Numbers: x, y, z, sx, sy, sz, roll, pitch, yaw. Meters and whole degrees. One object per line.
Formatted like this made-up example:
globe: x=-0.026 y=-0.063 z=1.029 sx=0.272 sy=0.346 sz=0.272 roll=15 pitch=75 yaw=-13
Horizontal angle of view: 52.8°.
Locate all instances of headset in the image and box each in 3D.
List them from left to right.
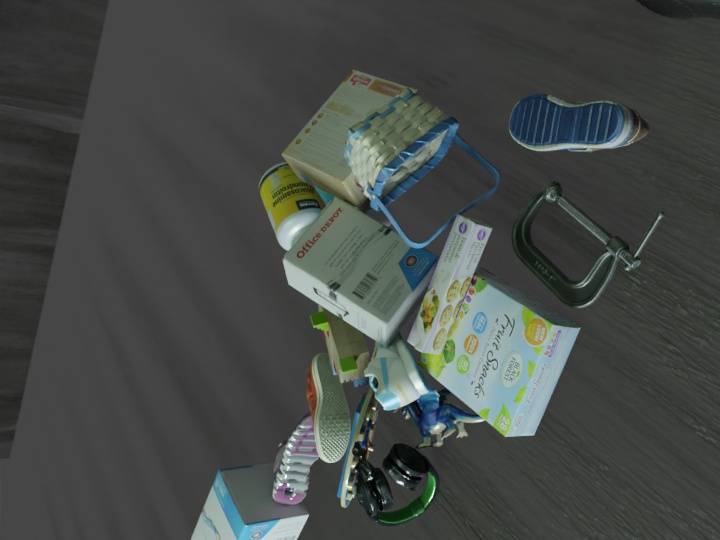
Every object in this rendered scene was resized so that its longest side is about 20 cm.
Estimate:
headset: x=0.047 y=0.318 z=1.077 sx=0.123 sy=0.200 sz=0.094 roll=-38 pitch=34 yaw=0

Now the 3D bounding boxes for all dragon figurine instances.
dragon figurine: x=0.119 y=0.209 z=1.103 sx=0.200 sy=0.059 sz=0.100 roll=-37 pitch=58 yaw=44

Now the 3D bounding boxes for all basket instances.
basket: x=0.085 y=-0.153 z=1.067 sx=0.200 sy=0.176 sz=0.139 roll=50 pitch=163 yaw=16

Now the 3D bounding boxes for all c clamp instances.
c clamp: x=0.283 y=-0.046 z=0.949 sx=0.200 sy=0.027 sz=0.172 roll=46 pitch=127 yaw=43

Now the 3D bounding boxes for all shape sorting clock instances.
shape sorting clock: x=0.003 y=0.283 z=1.176 sx=0.200 sy=0.039 sz=0.202 roll=13 pitch=-90 yaw=-85

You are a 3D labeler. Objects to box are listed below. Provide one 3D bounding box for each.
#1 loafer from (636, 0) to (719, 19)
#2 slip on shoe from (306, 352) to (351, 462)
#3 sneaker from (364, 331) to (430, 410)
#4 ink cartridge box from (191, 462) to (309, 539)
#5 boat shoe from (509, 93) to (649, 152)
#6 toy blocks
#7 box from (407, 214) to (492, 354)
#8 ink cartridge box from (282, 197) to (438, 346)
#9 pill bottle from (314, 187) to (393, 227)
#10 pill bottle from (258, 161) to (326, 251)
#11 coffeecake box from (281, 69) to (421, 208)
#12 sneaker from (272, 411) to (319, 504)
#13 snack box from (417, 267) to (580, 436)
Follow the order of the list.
loafer: x=0.385 y=-0.326 z=0.815 sx=0.200 sy=0.073 sz=0.071 roll=34 pitch=102 yaw=43
slip on shoe: x=-0.064 y=0.253 z=1.331 sx=0.061 sy=0.074 sz=0.201 roll=-43 pitch=48 yaw=49
sneaker: x=0.044 y=0.146 z=1.142 sx=0.077 sy=0.080 sz=0.200 roll=59 pitch=-179 yaw=-19
ink cartridge box: x=-0.225 y=0.514 z=1.450 sx=0.146 sy=0.146 sz=0.201 roll=48 pitch=122 yaw=43
boat shoe: x=0.275 y=-0.181 z=0.929 sx=0.200 sy=0.072 sz=0.073 roll=28 pitch=109 yaw=55
toy blocks: x=-0.030 y=0.124 z=1.259 sx=0.137 sy=0.099 sz=0.201 roll=89 pitch=165 yaw=-50
box: x=0.125 y=0.022 z=1.027 sx=0.039 sy=0.041 sz=0.201 roll=35 pitch=108 yaw=48
ink cartridge box: x=0.000 y=0.000 z=1.141 sx=0.199 sy=0.146 sz=0.084 roll=32 pitch=156 yaw=19
pill bottle: x=-0.016 y=-0.147 z=1.276 sx=0.111 sy=0.110 sz=0.200 roll=-60 pitch=44 yaw=29
pill bottle: x=-0.119 y=-0.106 z=1.405 sx=0.112 sy=0.111 sz=0.201 roll=-52 pitch=49 yaw=35
coffeecake box: x=-0.007 y=-0.222 z=1.201 sx=0.153 sy=0.073 sz=0.200 roll=29 pitch=75 yaw=38
sneaker: x=-0.123 y=0.348 z=1.398 sx=0.201 sy=0.080 sz=0.089 roll=-67 pitch=23 yaw=18
snack box: x=0.187 y=0.107 z=1.018 sx=0.200 sy=0.067 sz=0.170 roll=35 pitch=112 yaw=47
